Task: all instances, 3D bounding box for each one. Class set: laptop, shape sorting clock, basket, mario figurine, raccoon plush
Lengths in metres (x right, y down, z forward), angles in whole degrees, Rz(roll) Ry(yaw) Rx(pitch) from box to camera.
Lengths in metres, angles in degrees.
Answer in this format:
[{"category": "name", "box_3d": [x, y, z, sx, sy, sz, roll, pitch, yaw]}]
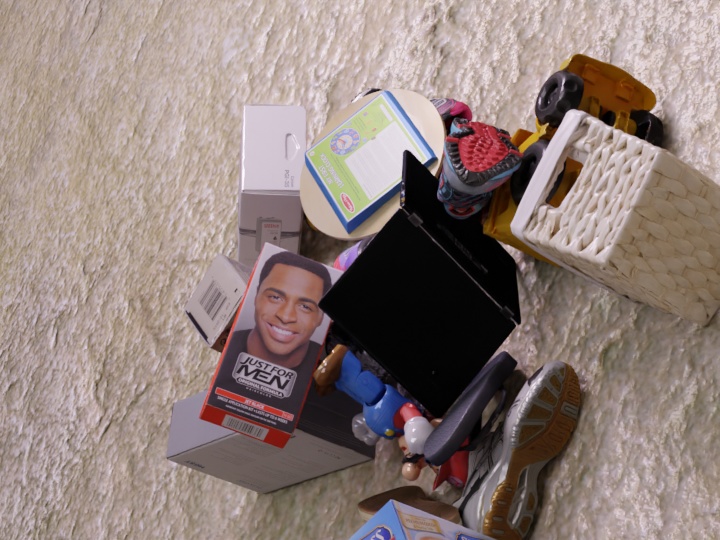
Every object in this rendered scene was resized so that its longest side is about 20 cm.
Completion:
[{"category": "laptop", "box_3d": [0.066, 0.011, 1.528, 0.116, 0.187, 0.200, -36, 23, 22]}, {"category": "shape sorting clock", "box_3d": [0.014, -0.125, 1.715, 0.200, 0.039, 0.200, -16, 54, 24]}, {"category": "basket", "box_3d": [0.264, -0.045, 1.374, 0.123, 0.200, 0.136, 27, 91, 47]}, {"category": "mario figurine", "box_3d": [0.032, 0.170, 1.543, 0.200, 0.123, 0.106, 34, 111, 11]}, {"category": "raccoon plush", "box_3d": [0.037, 0.110, 1.679, 0.097, 0.134, 0.200, -26, 81, 20]}]

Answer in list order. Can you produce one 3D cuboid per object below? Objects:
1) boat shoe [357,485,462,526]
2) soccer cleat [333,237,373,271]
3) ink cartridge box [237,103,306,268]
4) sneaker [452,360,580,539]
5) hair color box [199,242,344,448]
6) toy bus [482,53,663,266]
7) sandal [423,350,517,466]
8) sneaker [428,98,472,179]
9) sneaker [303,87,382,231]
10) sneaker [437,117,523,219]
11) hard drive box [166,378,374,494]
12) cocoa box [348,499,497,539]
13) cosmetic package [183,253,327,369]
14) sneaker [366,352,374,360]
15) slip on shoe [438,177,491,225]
[{"category": "boat shoe", "box_3d": [0.054, 0.273, 1.534, 0.200, 0.072, 0.065, 2, 110, 68]}, {"category": "soccer cleat", "box_3d": [0.000, 0.000, 1.685, 0.073, 0.200, 0.068, -16, 91, 7]}, {"category": "ink cartridge box", "box_3d": [-0.116, -0.099, 1.878, 0.200, 0.083, 0.147, 99, 171, -56]}, {"category": "sneaker", "box_3d": [0.149, 0.177, 1.476, 0.088, 0.076, 0.200, 19, 82, 58]}, {"category": "hair color box", "box_3d": [-0.094, 0.081, 1.588, 0.061, 0.101, 0.200, 120, 168, -64]}, {"category": "toy bus", "box_3d": [0.209, -0.104, 1.548, 0.192, 0.136, 0.200, -21, 50, 63]}, {"category": "sandal", "box_3d": [0.124, 0.141, 1.482, 0.076, 0.043, 0.200, -45, -1, 34]}, {"category": "sneaker", "box_3d": [0.077, -0.117, 1.741, 0.075, 0.081, 0.200, 0, 71, 39]}, {"category": "sneaker", "box_3d": [0.007, -0.132, 1.856, 0.090, 0.070, 0.200, 23, 87, 39]}, {"category": "sneaker", "box_3d": [0.119, -0.093, 1.500, 0.200, 0.079, 0.096, -64, -14, -73]}, {"category": "hard drive box", "box_3d": [-0.105, 0.188, 1.714, 0.200, 0.156, 0.077, -24, 51, 40]}, {"category": "cocoa box", "box_3d": [0.073, 0.326, 1.372, 0.133, 0.200, 0.131, -46, 39, 22]}, {"category": "cosmetic package", "box_3d": [-0.097, 0.069, 1.738, 0.087, 0.200, 0.103, -57, 35, 9]}, {"category": "sneaker", "box_3d": [0.084, 0.054, 1.587, 0.075, 0.115, 0.200, -41, 14, 39]}, {"category": "slip on shoe", "box_3d": [0.108, -0.061, 1.680, 0.061, 0.074, 0.200, 43, 104, 38]}]
